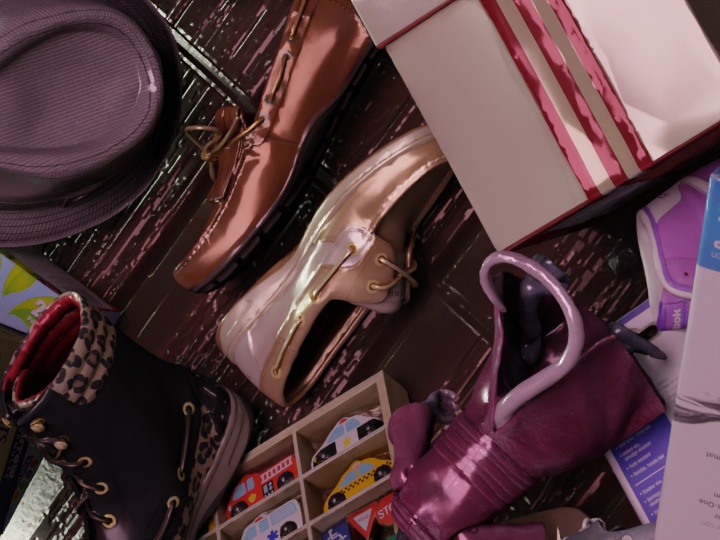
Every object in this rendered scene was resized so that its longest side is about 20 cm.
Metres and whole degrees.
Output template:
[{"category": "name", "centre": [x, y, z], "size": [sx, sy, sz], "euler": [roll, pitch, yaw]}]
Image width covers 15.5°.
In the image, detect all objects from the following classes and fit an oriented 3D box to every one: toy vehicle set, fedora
[{"category": "toy vehicle set", "centre": [-0.049, 0.159, 1.543], "size": [0.200, 0.026, 0.125], "euler": [-33, 44, 21]}, {"category": "fedora", "centre": [-0.197, -0.103, 1.597], "size": [0.199, 0.090, 0.178], "euler": [-13, 98, -15]}]

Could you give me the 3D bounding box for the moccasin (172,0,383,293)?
[{"category": "moccasin", "centre": [-0.060, -0.080, 1.575], "size": [0.077, 0.074, 0.202], "euler": [29, 99, 3]}]

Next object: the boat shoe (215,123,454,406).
[{"category": "boat shoe", "centre": [0.000, 0.000, 1.546], "size": [0.200, 0.074, 0.069], "euler": [-49, 66, 25]}]

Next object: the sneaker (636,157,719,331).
[{"category": "sneaker", "centre": [0.219, 0.030, 1.393], "size": [0.114, 0.073, 0.201], "euler": [-25, 56, -17]}]

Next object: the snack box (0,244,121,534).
[{"category": "snack box", "centre": [-0.274, 0.045, 1.687], "size": [0.200, 0.068, 0.169], "euler": [34, 100, 27]}]

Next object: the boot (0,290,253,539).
[{"category": "boot", "centre": [-0.160, 0.128, 1.528], "size": [0.073, 0.154, 0.204], "euler": [8, 66, 46]}]

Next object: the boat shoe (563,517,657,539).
[{"category": "boat shoe", "centre": [0.135, 0.161, 1.374], "size": [0.199, 0.073, 0.062], "euler": [-12, 57, 34]}]

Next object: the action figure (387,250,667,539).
[{"category": "action figure", "centre": [0.075, 0.102, 1.409], "size": [0.134, 0.149, 0.200], "euler": [40, 94, 16]}]

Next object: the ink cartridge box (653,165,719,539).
[{"category": "ink cartridge box", "centre": [0.211, 0.034, 1.272], "size": [0.083, 0.145, 0.201], "euler": [15, 115, 19]}]

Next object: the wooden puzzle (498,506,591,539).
[{"category": "wooden puzzle", "centre": [0.058, 0.246, 1.501], "size": [0.199, 0.037, 0.186], "euler": [-17, 75, 21]}]

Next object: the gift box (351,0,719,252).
[{"category": "gift box", "centre": [0.117, -0.131, 1.439], "size": [0.184, 0.200, 0.187], "euler": [-30, 85, 18]}]

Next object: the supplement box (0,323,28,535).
[{"category": "supplement box", "centre": [-0.328, 0.071, 1.560], "size": [0.199, 0.200, 0.135], "euler": [20, 94, 29]}]

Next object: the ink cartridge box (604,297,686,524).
[{"category": "ink cartridge box", "centre": [0.195, 0.110, 1.439], "size": [0.099, 0.039, 0.201], "euler": [-35, 70, 22]}]
